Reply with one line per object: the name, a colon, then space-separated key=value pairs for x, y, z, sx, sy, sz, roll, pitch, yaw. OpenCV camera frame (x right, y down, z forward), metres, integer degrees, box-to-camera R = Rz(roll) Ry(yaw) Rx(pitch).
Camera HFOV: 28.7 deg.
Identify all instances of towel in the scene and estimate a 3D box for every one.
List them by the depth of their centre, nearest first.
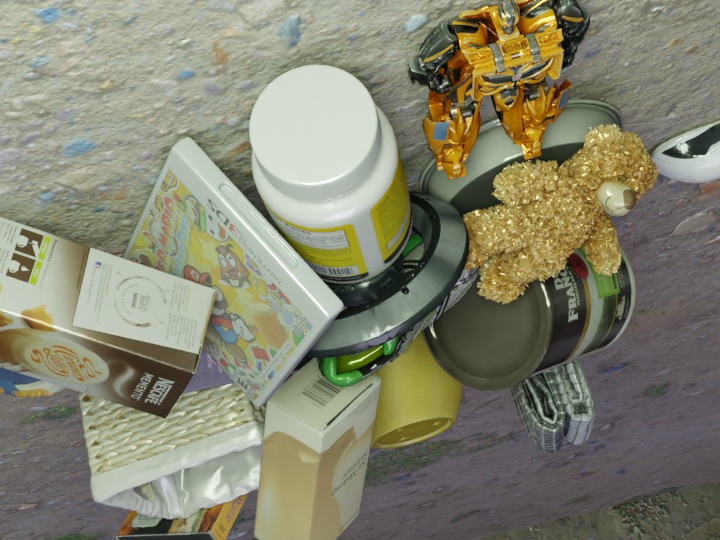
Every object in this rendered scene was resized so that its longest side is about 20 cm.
towel: x=0.201 y=0.100 z=1.602 sx=0.085 sy=0.202 sz=0.166 roll=-19 pitch=162 yaw=3

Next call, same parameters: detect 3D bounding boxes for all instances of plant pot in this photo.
plant pot: x=0.042 y=0.119 z=1.607 sx=0.198 sy=0.143 sz=0.200 roll=-16 pitch=160 yaw=-6

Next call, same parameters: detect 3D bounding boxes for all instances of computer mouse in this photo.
computer mouse: x=0.383 y=-0.127 z=1.383 sx=0.199 sy=0.044 sz=0.110 roll=-23 pitch=160 yaw=15

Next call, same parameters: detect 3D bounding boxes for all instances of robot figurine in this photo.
robot figurine: x=0.108 y=-0.144 z=1.094 sx=0.144 sy=0.059 sz=0.200 roll=-16 pitch=160 yaw=-6

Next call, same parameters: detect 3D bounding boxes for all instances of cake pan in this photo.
cake pan: x=0.154 y=-0.091 z=1.302 sx=0.198 sy=0.037 sz=0.201 roll=-15 pitch=160 yaw=-6

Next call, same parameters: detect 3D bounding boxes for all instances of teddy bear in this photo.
teddy bear: x=0.171 y=-0.042 z=1.235 sx=0.198 sy=0.067 sz=0.146 roll=-19 pitch=116 yaw=12

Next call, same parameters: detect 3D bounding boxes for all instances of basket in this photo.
basket: x=-0.176 y=0.155 z=1.498 sx=0.198 sy=0.162 sz=0.198 roll=-22 pitch=159 yaw=12

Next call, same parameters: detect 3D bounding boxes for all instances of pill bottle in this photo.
pill bottle: x=-0.022 y=-0.073 z=1.097 sx=0.113 sy=0.115 sz=0.200 roll=-17 pitch=160 yaw=1

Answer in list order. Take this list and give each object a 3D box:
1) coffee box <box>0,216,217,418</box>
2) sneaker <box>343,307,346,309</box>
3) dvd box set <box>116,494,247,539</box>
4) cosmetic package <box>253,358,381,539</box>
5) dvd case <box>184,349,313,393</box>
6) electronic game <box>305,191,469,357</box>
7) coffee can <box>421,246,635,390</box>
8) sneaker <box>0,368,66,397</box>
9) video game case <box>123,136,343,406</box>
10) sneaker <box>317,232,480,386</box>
coffee box: x=-0.232 y=0.040 z=1.155 sx=0.198 sy=0.080 sz=0.114 roll=19 pitch=150 yaw=-12
sneaker: x=-0.034 y=0.002 z=1.305 sx=0.200 sy=0.077 sz=0.073 roll=-43 pitch=-167 yaw=-3
dvd box set: x=-0.185 y=0.240 z=1.651 sx=0.145 sy=0.201 sz=0.030 roll=-8 pitch=128 yaw=33
cosmetic package: x=-0.045 y=0.189 z=1.406 sx=0.105 sy=0.071 sz=0.201 roll=-40 pitch=149 yaw=-40
dvd case: x=-0.104 y=0.041 z=1.352 sx=0.198 sy=0.016 sz=0.150 roll=-10 pitch=123 yaw=-16
electronic game: x=0.000 y=0.000 z=1.220 sx=0.198 sy=0.201 sz=0.042 roll=-21 pitch=126 yaw=10
coffee can: x=0.170 y=0.030 z=1.412 sx=0.146 sy=0.147 sz=0.199 roll=-31 pitch=169 yaw=33
sneaker: x=-0.279 y=0.069 z=1.341 sx=0.198 sy=0.089 sz=0.075 roll=-5 pitch=-161 yaw=25
video game case: x=-0.112 y=0.008 z=1.157 sx=0.023 sy=0.182 sz=0.200 roll=-40 pitch=174 yaw=-32
sneaker: x=0.041 y=0.038 z=1.303 sx=0.200 sy=0.078 sz=0.085 roll=-46 pitch=-166 yaw=10
